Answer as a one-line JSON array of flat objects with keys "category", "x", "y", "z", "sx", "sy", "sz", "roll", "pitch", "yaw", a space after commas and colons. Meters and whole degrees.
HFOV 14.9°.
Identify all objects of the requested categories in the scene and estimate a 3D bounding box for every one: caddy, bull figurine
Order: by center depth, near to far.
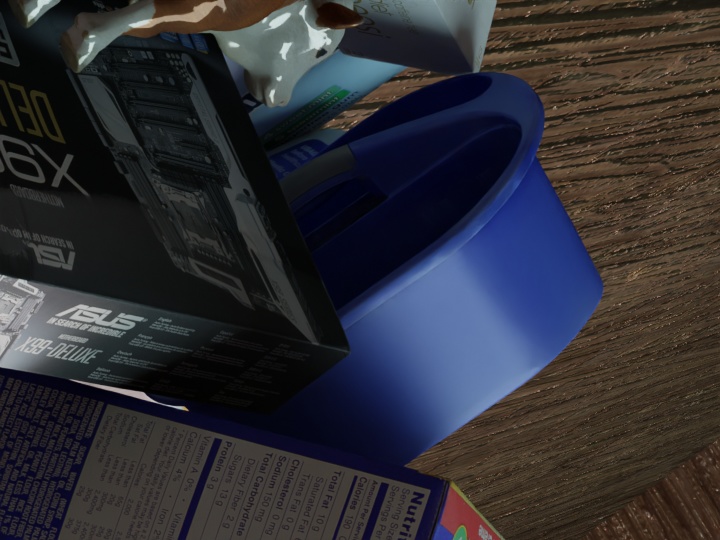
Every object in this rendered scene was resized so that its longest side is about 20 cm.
[{"category": "bull figurine", "x": -0.049, "y": -0.117, "z": 0.915, "sx": 0.121, "sy": 0.065, "sz": 0.200, "roll": -25, "pitch": 155, "yaw": -22}, {"category": "caddy", "x": 0.000, "y": 0.000, "z": 1.122, "sx": 0.200, "sy": 0.105, "sz": 0.141, "roll": -35, "pitch": -155, "yaw": 5}]

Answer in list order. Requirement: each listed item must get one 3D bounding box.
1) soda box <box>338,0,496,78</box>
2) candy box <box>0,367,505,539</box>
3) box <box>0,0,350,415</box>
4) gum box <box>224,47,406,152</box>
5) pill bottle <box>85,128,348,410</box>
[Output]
[{"category": "soda box", "x": 0.009, "y": -0.139, "z": 1.077, "sx": 0.063, "sy": 0.068, "sz": 0.200, "roll": 12, "pitch": 170, "yaw": 15}, {"category": "candy box", "x": -0.048, "y": 0.107, "z": 1.032, "sx": 0.169, "sy": 0.199, "sz": 0.077, "roll": 54, "pitch": 52, "yaw": -67}, {"category": "box", "x": -0.105, "y": -0.035, "z": 0.995, "sx": 0.050, "sy": 0.158, "sz": 0.200, "roll": -38, "pitch": 150, "yaw": 25}, {"category": "gum box", "x": -0.079, "y": -0.080, "z": 1.209, "sx": 0.170, "sy": 0.045, "sz": 0.200, "roll": -34, "pitch": 166, "yaw": 14}, {"category": "pill bottle", "x": -0.035, "y": 0.002, "z": 1.260, "sx": 0.200, "sy": 0.112, "sz": 0.112, "roll": -24, "pitch": 164, "yaw": -23}]
